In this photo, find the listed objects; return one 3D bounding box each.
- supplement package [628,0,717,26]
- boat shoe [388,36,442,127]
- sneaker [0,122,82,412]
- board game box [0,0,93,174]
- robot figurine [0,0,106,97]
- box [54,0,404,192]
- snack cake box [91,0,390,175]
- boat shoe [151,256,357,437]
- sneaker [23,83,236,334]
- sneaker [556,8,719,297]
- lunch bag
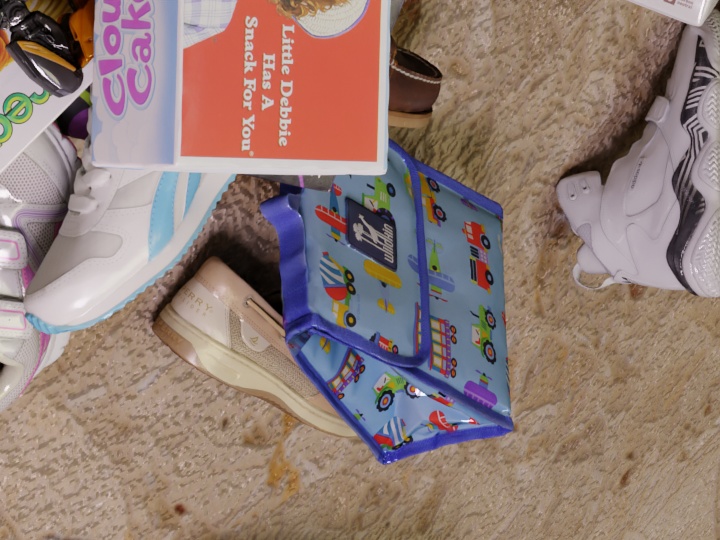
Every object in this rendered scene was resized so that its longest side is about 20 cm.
[{"bbox_3d":[0.182,-0.261,1.431,0.117,0.117,0.201,-48,159,-65],"label":"supplement package"},{"bbox_3d":[-0.019,-0.123,1.370,0.200,0.070,0.071,5,111,-52],"label":"boat shoe"},{"bbox_3d":[-0.183,-0.001,1.233,0.088,0.081,0.201,-71,165,-47],"label":"sneaker"},{"bbox_3d":[-0.214,-0.082,1.134,0.200,0.035,0.126,-47,110,-12],"label":"board game box"},{"bbox_3d":[-0.121,-0.177,1.120,0.145,0.058,0.201,-27,100,-36],"label":"robot figurine"},{"bbox_3d":[-0.080,-0.125,1.255,0.199,0.036,0.143,10,112,-30],"label":"box"},{"bbox_3d":[-0.049,-0.142,1.090,0.115,0.067,0.201,0,93,-40],"label":"snack cake box"},{"bbox_3d":[-0.040,0.046,1.494,0.065,0.071,0.200,-56,146,4],"label":"boat shoe"},{"bbox_3d":[-0.103,-0.058,1.206,0.081,0.076,0.200,41,77,-22],"label":"sneaker"},{"bbox_3d":[0.195,-0.078,1.686,0.075,0.115,0.201,32,59,-58],"label":"sneaker"},{"bbox_3d":[0.000,0.000,1.441,0.200,0.094,0.151,37,44,-50],"label":"lunch bag"}]
